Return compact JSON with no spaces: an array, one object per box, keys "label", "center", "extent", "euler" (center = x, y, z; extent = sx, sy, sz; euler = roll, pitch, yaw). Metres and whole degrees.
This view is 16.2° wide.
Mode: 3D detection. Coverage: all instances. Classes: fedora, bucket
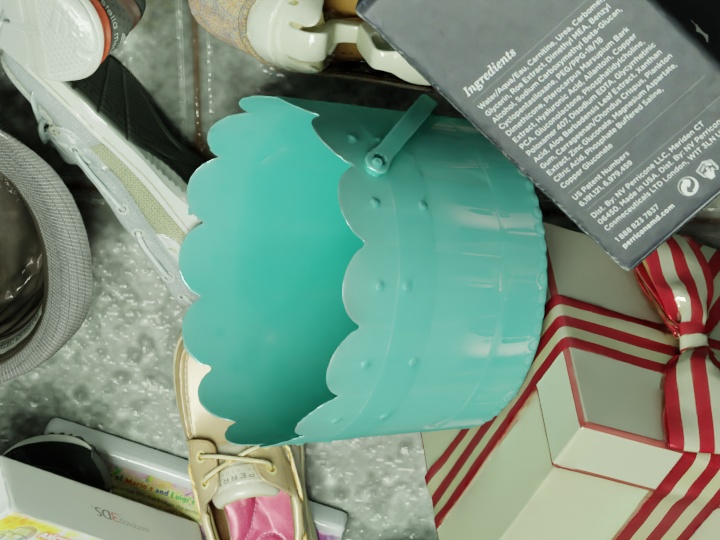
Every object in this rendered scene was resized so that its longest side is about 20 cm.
[{"label":"fedora","center":[-0.237,-0.031,1.476],"extent":[0.177,0.090,0.200],"euler":[-5,122,12]},{"label":"bucket","center":[0.000,0.000,1.389],"extent":[0.135,0.207,0.207],"euler":[1,124,-30]}]

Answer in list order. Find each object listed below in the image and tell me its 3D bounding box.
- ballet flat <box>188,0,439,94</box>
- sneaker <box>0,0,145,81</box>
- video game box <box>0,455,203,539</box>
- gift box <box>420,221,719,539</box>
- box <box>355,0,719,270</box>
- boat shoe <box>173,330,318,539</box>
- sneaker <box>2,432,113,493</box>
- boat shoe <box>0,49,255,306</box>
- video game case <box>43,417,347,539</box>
[{"label":"ballet flat","center":[-0.002,-0.134,1.409],"extent":[0.200,0.067,0.068],"euler":[8,118,4]},{"label":"sneaker","center":[-0.206,-0.178,1.419],"extent":[0.200,0.082,0.077],"euler":[37,131,13]},{"label":"video game box","center":[-0.220,0.191,1.539],"extent":[0.182,0.047,0.200],"euler":[-29,149,22]},{"label":"gift box","center":[0.160,0.089,1.433],"extent":[0.200,0.185,0.187],"euler":[11,132,-25]},{"label":"box","center":[0.115,-0.139,1.315],"extent":[0.200,0.197,0.117],"euler":[42,115,-14]},{"label":"boat shoe","center":[-0.067,0.127,1.541],"extent":[0.074,0.069,0.200],"euler":[-16,102,7]},{"label":"sneaker","center":[-0.247,0.163,1.574],"extent":[0.200,0.090,0.070],"euler":[-16,105,27]},{"label":"boat shoe","center":[-0.141,-0.062,1.467],"extent":[0.065,0.074,0.202],"euler":[-36,115,19]},{"label":"video game case","center":[-0.128,0.201,1.633],"extent":[0.200,0.024,0.182],"euler":[19,119,-1]}]
